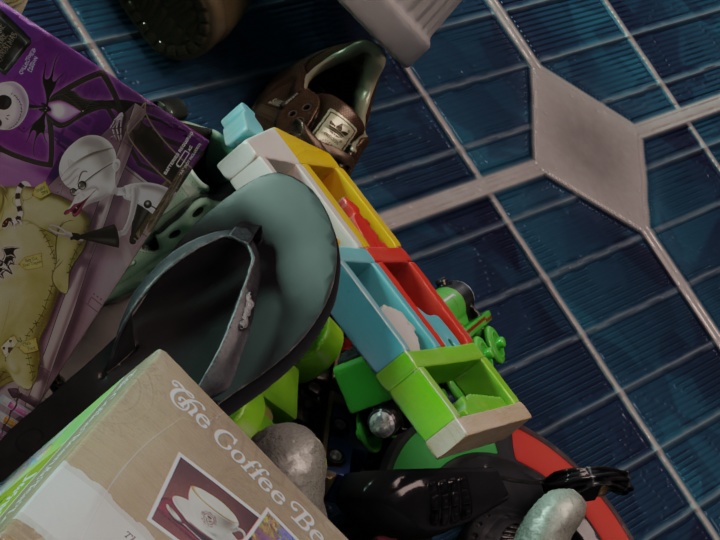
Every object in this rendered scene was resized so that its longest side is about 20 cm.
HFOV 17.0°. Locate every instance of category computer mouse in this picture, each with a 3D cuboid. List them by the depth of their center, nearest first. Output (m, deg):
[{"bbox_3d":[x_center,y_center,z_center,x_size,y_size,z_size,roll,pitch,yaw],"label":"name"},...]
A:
[{"bbox_3d":[0.067,0.115,1.203,0.200,0.059,0.034,2,81,-41],"label":"computer mouse"}]

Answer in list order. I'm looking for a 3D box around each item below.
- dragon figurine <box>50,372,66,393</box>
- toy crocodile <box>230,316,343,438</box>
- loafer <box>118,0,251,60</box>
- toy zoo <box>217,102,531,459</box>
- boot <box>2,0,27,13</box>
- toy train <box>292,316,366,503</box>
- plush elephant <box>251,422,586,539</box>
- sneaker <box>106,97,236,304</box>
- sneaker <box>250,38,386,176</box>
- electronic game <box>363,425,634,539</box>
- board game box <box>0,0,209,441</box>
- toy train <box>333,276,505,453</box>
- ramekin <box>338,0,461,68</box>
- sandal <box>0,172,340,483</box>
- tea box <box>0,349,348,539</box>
[{"bbox_3d":[-0.074,0.121,1.044,0.059,0.099,0.201,2,69,-58],"label":"dragon figurine"},{"bbox_3d":[-0.054,0.053,1.160,0.068,0.062,0.200,45,39,-37],"label":"toy crocodile"},{"bbox_3d":[-0.125,-0.207,1.324,0.067,0.076,0.200,-23,85,-55],"label":"loafer"},{"bbox_3d":[0.000,0.000,1.141,0.200,0.020,0.131,53,13,11],"label":"toy zoo"},{"bbox_3d":[-0.197,-0.141,1.125,0.073,0.156,0.200,1,44,-22],"label":"boot"},{"bbox_3d":[-0.013,0.046,1.239,0.046,0.034,0.200,20,44,-10],"label":"toy train"},{"bbox_3d":[0.054,0.165,1.077,0.154,0.165,0.201,-14,109,-26],"label":"plush elephant"},{"bbox_3d":[-0.136,-0.020,1.104,0.074,0.118,0.200,55,37,6],"label":"sneaker"},{"bbox_3d":[-0.039,-0.059,1.276,0.070,0.076,0.200,38,38,-16],"label":"sneaker"},{"bbox_3d":[0.082,0.160,1.240,0.200,0.042,0.200,27,42,-27],"label":"electronic game"},{"bbox_3d":[-0.167,-0.004,1.018,0.120,0.200,0.032,33,-1,-17],"label":"board game box"},{"bbox_3d":[0.032,0.045,1.243,0.057,0.042,0.200,66,19,-3],"label":"toy train"},{"bbox_3d":[-0.006,-0.221,1.355,0.200,0.105,0.200,46,5,-5],"label":"ramekin"},{"bbox_3d":[-0.076,0.033,1.026,0.076,0.043,0.200,29,63,21],"label":"sandal"},{"bbox_3d":[-0.089,0.176,0.919,0.200,0.197,0.134,45,37,-5],"label":"tea box"}]
